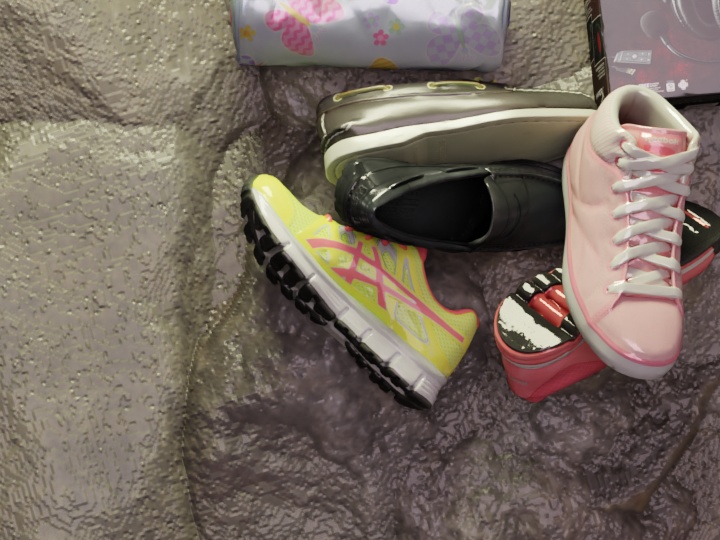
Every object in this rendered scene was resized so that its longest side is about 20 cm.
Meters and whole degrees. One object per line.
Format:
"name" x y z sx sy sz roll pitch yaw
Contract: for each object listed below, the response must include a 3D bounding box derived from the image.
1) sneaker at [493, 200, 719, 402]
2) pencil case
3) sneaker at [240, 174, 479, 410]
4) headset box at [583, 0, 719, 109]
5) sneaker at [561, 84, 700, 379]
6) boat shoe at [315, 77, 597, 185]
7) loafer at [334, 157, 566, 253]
"sneaker" 0.170 0.020 1.656 0.200 0.087 0.074 -33 55 -23
"pencil case" 0.007 -0.184 1.650 0.200 0.083 0.091 1 99 -1
"sneaker" 0.000 0.000 1.648 0.200 0.078 0.090 46 76 -3
"headset box" 0.230 -0.216 1.665 0.148 0.075 0.200 -5 86 -2
"sneaker" 0.182 -0.034 1.568 0.075 0.105 0.200 6 54 -17
"boat shoe" 0.070 -0.106 1.654 0.201 0.072 0.061 -8 61 -10
"loafer" 0.081 -0.040 1.625 0.200 0.070 0.068 3 109 -24
